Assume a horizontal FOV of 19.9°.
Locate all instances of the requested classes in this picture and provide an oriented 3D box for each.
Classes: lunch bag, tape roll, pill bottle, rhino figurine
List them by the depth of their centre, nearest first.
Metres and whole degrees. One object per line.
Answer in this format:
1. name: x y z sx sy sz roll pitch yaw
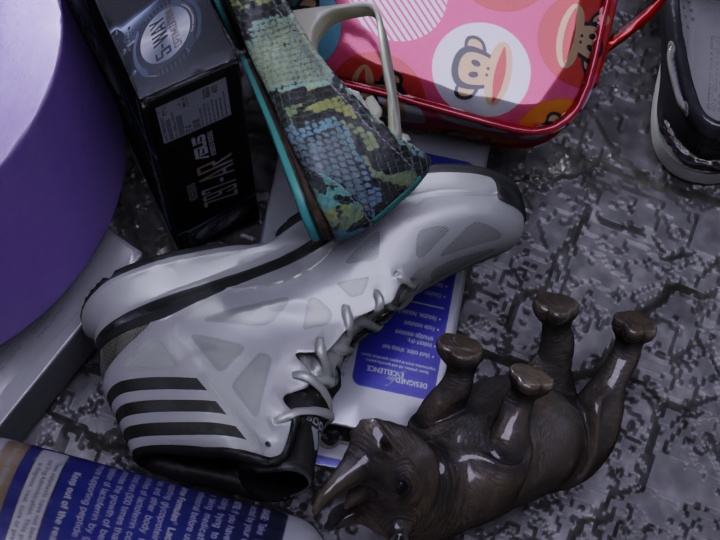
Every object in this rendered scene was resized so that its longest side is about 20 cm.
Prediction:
1. pill bottle: -0.078 0.148 0.854 0.198 0.116 0.117 14 71 0
2. rhino figurine: 0.049 0.074 0.874 0.060 0.088 0.199 31 32 31
3. tape roll: -0.208 -0.055 0.888 0.198 0.085 0.201 -8 52 11
4. lunch bag: 0.060 -0.161 0.928 0.174 0.082 0.202 15 89 2

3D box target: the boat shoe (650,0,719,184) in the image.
1. boat shoe: 0.177 -0.145 1.005 0.073 0.060 0.202 11 71 -1

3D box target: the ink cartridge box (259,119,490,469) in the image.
1. ink cartridge box: 0.000 0.000 0.952 0.098 0.039 0.202 13 69 -1

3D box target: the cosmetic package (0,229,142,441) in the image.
1. cosmetic package: -0.188 0.052 0.910 0.082 0.051 0.200 36 72 8

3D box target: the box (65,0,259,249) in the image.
1. box: -0.098 -0.113 0.894 0.043 0.200 0.161 -24 76 -7

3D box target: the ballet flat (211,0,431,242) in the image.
1. ballet flat: -0.029 -0.107 0.862 0.074 0.074 0.201 -23 75 -12

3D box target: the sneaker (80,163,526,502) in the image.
1. sneaker: -0.012 0.036 0.872 0.199 0.076 0.116 -19 62 -1
